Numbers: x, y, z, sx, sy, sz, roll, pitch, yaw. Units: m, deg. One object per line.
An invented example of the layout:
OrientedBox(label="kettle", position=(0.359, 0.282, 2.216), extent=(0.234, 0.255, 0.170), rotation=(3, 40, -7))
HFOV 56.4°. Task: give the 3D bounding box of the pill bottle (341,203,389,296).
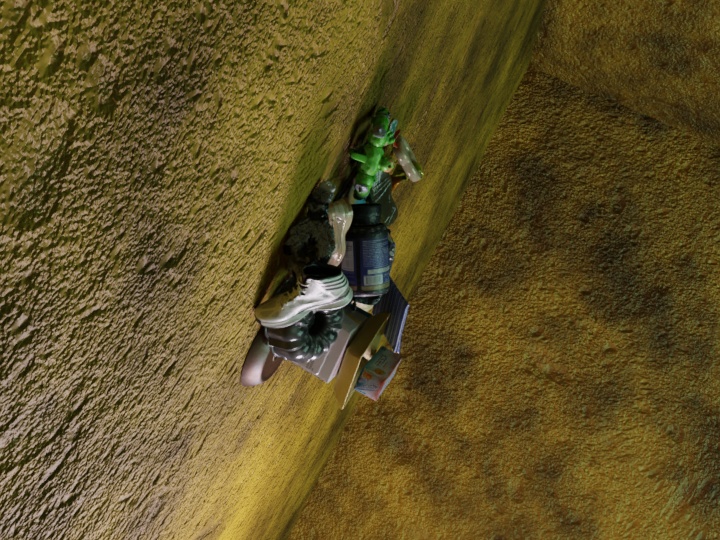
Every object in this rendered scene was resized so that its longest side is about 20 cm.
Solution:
OrientedBox(label="pill bottle", position=(0.009, -0.048, 1.529), extent=(0.112, 0.110, 0.203), rotation=(-31, 121, -69))

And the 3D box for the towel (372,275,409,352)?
OrientedBox(label="towel", position=(0.079, 0.100, 1.737), extent=(0.200, 0.024, 0.146), rotation=(-121, -142, -58))

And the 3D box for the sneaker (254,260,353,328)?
OrientedBox(label="sneaker", position=(-0.121, 0.035, 1.291), extent=(0.116, 0.198, 0.076), rotation=(71, 2, -48))

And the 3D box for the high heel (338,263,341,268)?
OrientedBox(label="high heel", position=(-0.091, 0.013, 1.554), extent=(0.200, 0.071, 0.144), rotation=(-48, 156, -67))

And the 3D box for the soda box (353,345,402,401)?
OrientedBox(label="soda box", position=(0.048, 0.262, 1.730), extent=(0.064, 0.068, 0.200), rotation=(-66, 169, 15))

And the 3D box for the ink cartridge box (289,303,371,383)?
OrientedBox(label="ink cartridge box", position=(-0.084, 0.161, 1.696), extent=(0.149, 0.144, 0.200), rotation=(-65, 169, 13))

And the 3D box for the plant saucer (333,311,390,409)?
OrientedBox(label="plant saucer", position=(-0.004, 0.216, 1.685), extent=(0.200, 0.048, 0.201), rotation=(-53, 165, -51))

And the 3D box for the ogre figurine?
OrientedBox(label="ogre figurine", position=(0.021, -0.241, 1.442), extent=(0.201, 0.098, 0.120), rotation=(-53, -171, 16))

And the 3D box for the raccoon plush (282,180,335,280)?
OrientedBox(label="raccoon plush", position=(-0.085, -0.063, 1.359), extent=(0.201, 0.096, 0.134), rotation=(-61, 176, -17))

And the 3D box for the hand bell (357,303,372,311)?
OrientedBox(label="hand bell", position=(0.023, 0.025, 1.895), extent=(0.104, 0.104, 0.201), rotation=(-55, 177, -37))

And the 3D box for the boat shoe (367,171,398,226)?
OrientedBox(label="boat shoe", position=(0.042, -0.194, 1.699), extent=(0.072, 0.066, 0.202), rotation=(-44, 143, -18))

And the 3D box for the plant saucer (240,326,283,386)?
OrientedBox(label="plant saucer", position=(-0.197, 0.176, 1.496), extent=(0.202, 0.036, 0.201), rotation=(-59, 168, -20))

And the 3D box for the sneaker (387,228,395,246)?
OrientedBox(label="sneaker", position=(0.028, -0.064, 1.785), extent=(0.200, 0.114, 0.081), rotation=(-54, 164, -38))

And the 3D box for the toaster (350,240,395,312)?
OrientedBox(label="toaster", position=(0.000, 0.000, 1.665), extent=(0.129, 0.113, 0.202), rotation=(19, -87, 66))

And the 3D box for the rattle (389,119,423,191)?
OrientedBox(label="rattle", position=(0.071, -0.286, 1.717), extent=(0.200, 0.141, 0.132), rotation=(24, 59, -64))

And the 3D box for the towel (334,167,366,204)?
OrientedBox(label="towel", position=(-0.021, -0.159, 1.597), extent=(0.147, 0.022, 0.201), rotation=(-60, 168, -25))

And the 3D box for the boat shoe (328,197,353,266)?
OrientedBox(label="boat shoe", position=(-0.070, -0.078, 1.472), extent=(0.064, 0.072, 0.201), rotation=(-15, 144, -26))

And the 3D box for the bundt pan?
OrientedBox(label="bundt pan", position=(-0.109, 0.108, 1.439), extent=(0.201, 0.075, 0.204), rotation=(-23, 122, -43))
